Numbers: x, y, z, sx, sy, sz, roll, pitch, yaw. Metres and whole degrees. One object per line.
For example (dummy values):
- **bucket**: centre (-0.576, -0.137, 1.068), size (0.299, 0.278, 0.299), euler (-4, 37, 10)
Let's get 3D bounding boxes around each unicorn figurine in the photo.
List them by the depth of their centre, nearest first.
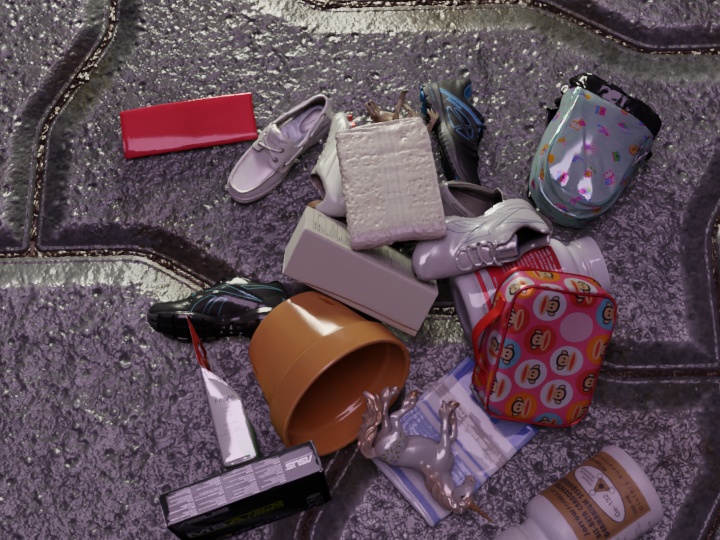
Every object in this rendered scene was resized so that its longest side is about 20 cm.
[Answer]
- **unicorn figurine**: centre (0.086, 0.231, 1.555), size (0.198, 0.074, 0.139), euler (15, 79, 0)

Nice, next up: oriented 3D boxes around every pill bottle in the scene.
- **pill bottle**: centre (0.271, 0.320, 1.519), size (0.199, 0.115, 0.115), euler (-32, 72, -10)
- **pill bottle**: centre (0.229, 0.024, 1.628), size (0.198, 0.112, 0.113), euler (-18, 70, -5)

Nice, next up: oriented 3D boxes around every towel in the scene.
- **towel**: centre (0.038, -0.116, 1.600), size (0.131, 0.035, 0.202), euler (-9, 55, 2)
- **towel**: centre (0.119, 0.225, 1.606), size (0.199, 0.024, 0.147), euler (-39, 74, -12)

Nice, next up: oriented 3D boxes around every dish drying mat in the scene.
- **dish drying mat**: centre (-0.253, -0.214, 1.778), size (0.198, 0.018, 0.078), euler (-9, 71, -3)

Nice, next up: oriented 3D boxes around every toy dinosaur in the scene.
- **toy dinosaur**: centre (0.066, -0.186, 1.711), size (0.058, 0.101, 0.201), euler (11, 41, -31)

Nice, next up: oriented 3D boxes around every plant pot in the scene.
- **plant pot**: centre (-0.054, 0.124, 1.570), size (0.199, 0.201, 0.140), euler (-37, 56, -11)

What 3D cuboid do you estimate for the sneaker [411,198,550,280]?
- **sneaker**: centre (0.159, -0.036, 1.578), size (0.198, 0.075, 0.087), euler (-24, 29, -15)

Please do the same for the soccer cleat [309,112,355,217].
- **soccer cleat**: centre (-0.036, -0.152, 1.696), size (0.077, 0.070, 0.201), euler (-11, 45, 4)

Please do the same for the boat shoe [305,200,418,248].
- **boat shoe**: centre (0.015, -0.053, 1.683), size (0.197, 0.071, 0.071), euler (0, 55, 11)

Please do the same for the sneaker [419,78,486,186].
- **sneaker**: centre (0.148, -0.191, 1.729), size (0.081, 0.073, 0.202), euler (-15, 71, -4)

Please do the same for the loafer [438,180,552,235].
- **loafer**: centre (0.185, -0.077, 1.659), size (0.198, 0.070, 0.071), euler (12, 62, -23)

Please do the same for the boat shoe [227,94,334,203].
- **boat shoe**: centre (-0.119, -0.183, 1.735), size (0.071, 0.069, 0.200), euler (40, 77, 13)

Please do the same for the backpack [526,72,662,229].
- **backpack**: centre (0.315, -0.163, 1.687), size (0.166, 0.127, 0.201), euler (29, 76, 8)

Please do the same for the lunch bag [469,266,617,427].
- **lunch bag**: centre (0.224, 0.099, 1.552), size (0.174, 0.082, 0.202), euler (8, 112, -16)

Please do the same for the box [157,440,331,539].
- **box**: centre (-0.138, 0.283, 1.501), size (0.198, 0.193, 0.048), euler (-18, 71, -6)

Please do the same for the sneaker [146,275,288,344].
- **sneaker**: centre (-0.193, 0.053, 1.660), size (0.197, 0.076, 0.080), euler (1, 59, -7)

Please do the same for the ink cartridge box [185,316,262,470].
- **ink cartridge box**: centre (-0.170, 0.170, 1.560), size (0.050, 0.161, 0.202), euler (-14, 70, -4)

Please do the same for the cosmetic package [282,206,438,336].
- **cosmetic package**: centre (0.000, 0.000, 1.610), size (0.198, 0.104, 0.074), euler (25, 108, -9)
